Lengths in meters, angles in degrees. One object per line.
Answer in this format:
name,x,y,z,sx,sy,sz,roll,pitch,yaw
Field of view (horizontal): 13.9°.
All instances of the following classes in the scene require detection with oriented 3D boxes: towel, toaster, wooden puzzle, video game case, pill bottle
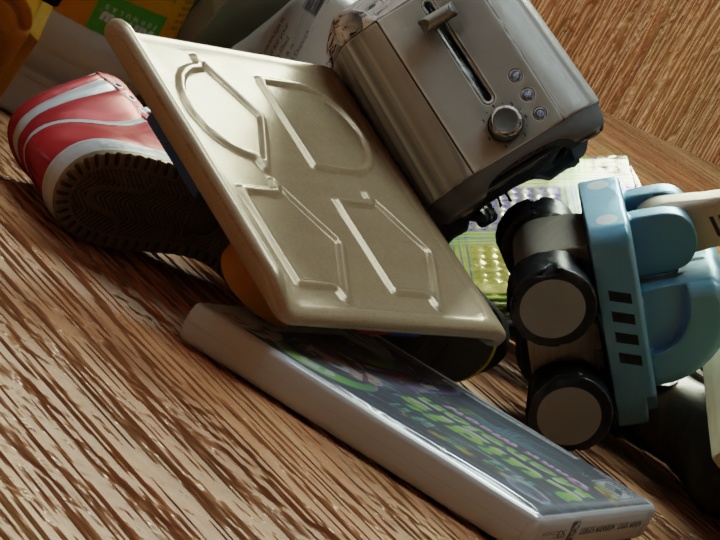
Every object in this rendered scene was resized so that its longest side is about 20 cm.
towel,0.110,-0.018,1.792,0.143,0.023,0.200,-2,28,-2
toaster,0.053,-0.096,1.599,0.129,0.114,0.200,59,-3,4
wooden puzzle,-0.033,-0.034,1.464,0.200,0.046,0.185,11,41,-54
video game case,0.032,0.074,1.424,0.200,0.023,0.182,32,10,21
pill bottle,-0.150,-0.181,1.744,0.111,0.200,0.111,27,9,-5

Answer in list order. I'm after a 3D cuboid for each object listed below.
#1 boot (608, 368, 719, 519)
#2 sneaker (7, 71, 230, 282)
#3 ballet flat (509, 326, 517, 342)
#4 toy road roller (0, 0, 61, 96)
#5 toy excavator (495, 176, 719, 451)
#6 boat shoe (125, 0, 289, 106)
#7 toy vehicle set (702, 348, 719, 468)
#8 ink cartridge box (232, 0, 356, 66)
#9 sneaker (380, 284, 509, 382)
boot,0.159,0.086,1.685,0.097,0.075,0.200,1,24,-7
sneaker,-0.094,-0.044,1.557,0.200,0.071,0.112,19,16,-36
ballet flat,0.104,0.015,1.848,0.200,0.069,0.063,29,17,7
toy road roller,-0.236,-0.134,1.581,0.123,0.146,0.200,26,-28,-12
toy excavator,0.174,-0.015,1.590,0.200,0.195,0.100,-10,24,2
boat shoe,-0.107,-0.167,1.816,0.070,0.201,0.072,-14,70,-54
toy vehicle set,0.234,0.099,1.603,0.124,0.027,0.200,51,16,-15
ink cartridge box,-0.020,-0.093,1.816,0.084,0.146,0.200,24,10,-37
sneaker,0.000,0.000,1.638,0.200,0.074,0.085,41,6,20
